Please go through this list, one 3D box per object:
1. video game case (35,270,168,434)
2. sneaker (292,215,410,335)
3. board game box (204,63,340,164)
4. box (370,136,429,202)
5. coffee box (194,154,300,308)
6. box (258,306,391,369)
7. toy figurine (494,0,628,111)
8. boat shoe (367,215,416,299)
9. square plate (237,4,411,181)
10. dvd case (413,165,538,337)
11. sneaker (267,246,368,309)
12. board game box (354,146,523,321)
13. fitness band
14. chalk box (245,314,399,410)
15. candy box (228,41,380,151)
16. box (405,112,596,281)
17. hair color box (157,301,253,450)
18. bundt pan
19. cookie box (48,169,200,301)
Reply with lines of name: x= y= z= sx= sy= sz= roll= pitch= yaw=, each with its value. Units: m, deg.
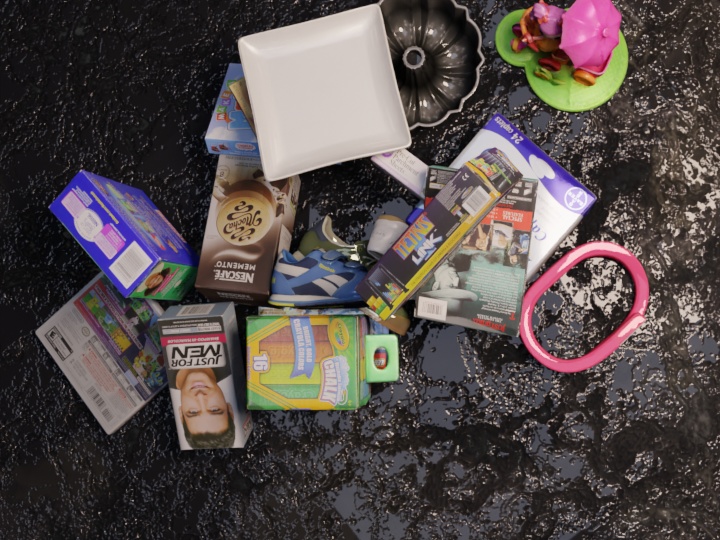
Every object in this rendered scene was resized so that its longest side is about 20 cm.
video game case: x=-0.374 y=0.113 z=1.302 sx=0.182 sy=0.023 sz=0.201 roll=-40 pitch=81 yaw=4
sneaker: x=0.000 y=0.000 z=1.191 sx=0.198 sy=0.067 sz=0.091 roll=34 pitch=94 yaw=13
board game box: x=-0.113 y=-0.231 z=1.242 sx=0.196 sy=0.037 sz=0.154 roll=5 pitch=58 yaw=9
box: x=0.103 y=-0.103 z=1.131 sx=0.199 sy=0.039 sz=0.042 roll=39 pitch=92 yaw=10
coffee box: x=-0.160 y=-0.056 z=1.228 sx=0.111 sy=0.080 sz=0.204 roll=5 pitch=73 yaw=8
box: x=-0.052 y=0.084 z=1.247 sx=0.196 sy=0.040 sz=0.140 roll=0 pitch=86 yaw=8
toy figurine: x=0.276 y=-0.322 z=1.150 sx=0.197 sy=0.184 sz=0.152 roll=26 pitch=90 yaw=9
boat shoe: x=0.077 y=0.012 z=1.177 sx=0.200 sy=0.070 sz=0.070 roll=43 pitch=65 yaw=-25
square plate: x=-0.048 y=-0.232 z=1.123 sx=0.196 sy=0.028 sz=0.202 roll=-13 pitch=81 yaw=1
dvd case: x=0.146 y=-0.025 z=1.095 sx=0.143 sy=0.022 sz=0.204 roll=9 pitch=105 yaw=20
sneaker: x=-0.032 y=0.008 z=1.130 sx=0.196 sy=0.074 sz=0.084 roll=-1 pitch=81 yaw=17
board game box: x=0.095 y=-0.047 z=1.007 sx=0.057 sy=0.165 sz=0.200 roll=43 pitch=113 yaw=4
fitness band: x=0.314 y=0.051 z=1.200 sx=0.199 sy=0.037 sz=0.144 roll=-41 pitch=80 yaw=3
chalk box: x=-0.047 y=0.122 z=1.161 sx=0.196 sy=0.124 sz=0.127 roll=-2 pitch=87 yaw=8
candy box: x=-0.067 y=-0.247 z=1.170 sx=0.198 sy=0.055 sz=0.117 roll=-31 pitch=79 yaw=-1
box: x=0.193 y=-0.077 z=1.188 sx=0.183 sy=0.105 sz=0.201 roll=42 pitch=94 yaw=9
hair color box: x=-0.221 y=0.152 z=1.225 sx=0.097 sy=0.061 sz=0.204 roll=-4 pitch=107 yaw=8
bundt pan: x=0.079 y=-0.297 z=1.231 sx=0.197 sy=0.076 sz=0.207 roll=0 pitch=87 yaw=8
cookie box: x=-0.322 y=-0.043 z=1.213 sx=0.075 sy=0.200 sz=0.171 roll=-44 pitch=81 yaw=5
